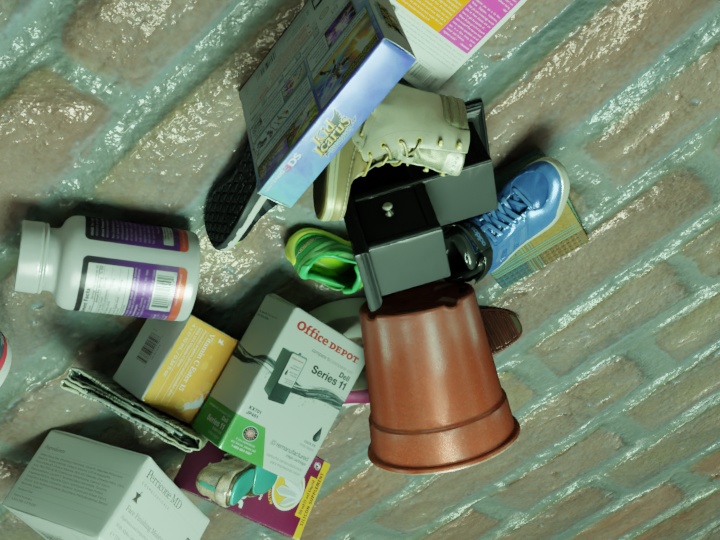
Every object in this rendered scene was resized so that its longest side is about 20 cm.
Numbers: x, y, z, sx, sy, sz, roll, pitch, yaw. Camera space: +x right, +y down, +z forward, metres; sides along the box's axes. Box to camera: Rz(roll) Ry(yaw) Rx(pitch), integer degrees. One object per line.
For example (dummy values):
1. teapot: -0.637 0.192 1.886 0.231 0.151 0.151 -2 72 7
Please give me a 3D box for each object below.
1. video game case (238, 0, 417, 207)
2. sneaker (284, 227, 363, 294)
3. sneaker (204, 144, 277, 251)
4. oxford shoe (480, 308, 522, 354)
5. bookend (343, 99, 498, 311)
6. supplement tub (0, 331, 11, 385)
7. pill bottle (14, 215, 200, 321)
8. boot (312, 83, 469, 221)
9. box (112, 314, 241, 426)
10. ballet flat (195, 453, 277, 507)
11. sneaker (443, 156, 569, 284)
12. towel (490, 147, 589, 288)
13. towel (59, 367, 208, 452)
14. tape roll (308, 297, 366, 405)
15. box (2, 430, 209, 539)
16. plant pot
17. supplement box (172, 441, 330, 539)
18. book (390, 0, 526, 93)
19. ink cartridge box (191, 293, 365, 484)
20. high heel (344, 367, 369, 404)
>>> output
1. video game case: -0.041 -0.192 0.901 0.045 0.181 0.200 25 123 -32
2. sneaker: 0.000 0.000 1.165 0.200 0.084 0.074 5 131 -21
3. sneaker: -0.110 -0.090 1.058 0.083 0.072 0.200 4 142 -41
4. oxford shoe: 0.145 0.110 1.317 0.200 0.071 0.075 -16 160 -24
5. bookend: 0.076 -0.079 1.030 0.198 0.200 0.092 -16 135 1
6. supplement tub: -0.514 0.068 1.050 0.140 0.141 0.200 -16 135 0
7. pill bottle: -0.298 -0.005 1.061 0.200 0.112 0.112 8 130 -21
8. boot: 0.035 -0.124 0.948 0.154 0.200 0.072 17 150 -12
9. box: -0.203 0.143 1.202 0.200 0.097 0.125 35 80 -38
10. ballet flat: -0.168 0.274 1.224 0.067 0.068 0.200 13 175 13
11. sneaker: 0.167 -0.053 1.102 0.111 0.077 0.200 -23 161 -45
12. towel: 0.212 -0.065 1.207 0.146 0.022 0.200 -29 135 14
13. towel: -0.286 0.184 1.166 0.192 0.035 0.200 30 169 -1
14. tape roll: -0.015 0.122 1.311 0.202 0.037 0.203 -7 134 -8
15. box: -0.364 0.352 1.308 0.200 0.131 0.199 7 143 30
16. plant pot: 0.088 0.125 1.146 0.200 0.201 0.196 -13 101 -3
17. supplement box: -0.161 0.307 1.363 0.103 0.131 0.200 6 156 46
18. book: 0.096 -0.288 0.945 0.133 0.048 0.200 28 123 -36
19. ink cartridge box: -0.099 0.152 1.166 0.147 0.083 0.200 34 80 -35
20. high heel: -0.037 0.179 1.292 0.200 0.067 0.096 -22 134 -3
